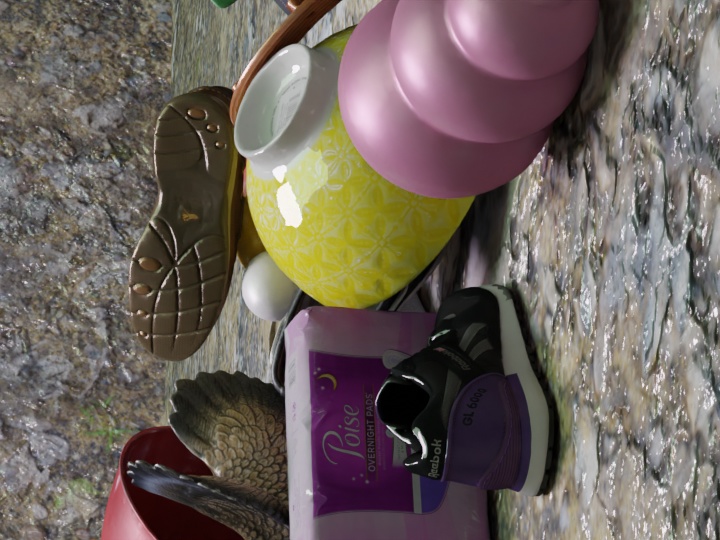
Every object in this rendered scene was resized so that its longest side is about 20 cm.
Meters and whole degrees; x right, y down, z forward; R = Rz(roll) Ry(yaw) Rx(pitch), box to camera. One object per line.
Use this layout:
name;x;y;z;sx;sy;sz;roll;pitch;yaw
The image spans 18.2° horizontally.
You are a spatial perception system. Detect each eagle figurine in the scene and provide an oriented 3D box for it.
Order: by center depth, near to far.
eagle figurine;-0.056;0.169;1.470;0.152;0.151;0.200;2;119;60

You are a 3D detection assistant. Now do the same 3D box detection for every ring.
ring;-0.011;-0.164;1.498;0.019;0.200;0.200;49;156;13

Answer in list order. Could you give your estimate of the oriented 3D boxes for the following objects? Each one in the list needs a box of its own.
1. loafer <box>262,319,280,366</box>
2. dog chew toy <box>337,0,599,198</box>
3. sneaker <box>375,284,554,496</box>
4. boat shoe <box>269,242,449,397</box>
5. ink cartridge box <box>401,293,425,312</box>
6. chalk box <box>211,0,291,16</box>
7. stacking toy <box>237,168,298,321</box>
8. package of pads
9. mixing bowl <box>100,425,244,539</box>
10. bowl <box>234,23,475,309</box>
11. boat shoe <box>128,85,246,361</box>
loafer;-0.040;0.036;1.866;0.068;0.076;0.200;-88;9;-45
dog chew toy;0.064;-0.117;1.206;0.200;0.124;0.125;134;140;-64
sneaker;0.050;0.059;1.297;0.200;0.087;0.076;-109;24;-67
boat shoe;0.000;0.000;1.499;0.200;0.074;0.060;-57;-13;15
ink cartridge box;0.015;0.113;1.620;0.200;0.041;0.200;-109;25;-64
chalk box;-0.033;-0.258;1.490;0.125;0.200;0.124;51;168;-2
stacking toy;-0.047;-0.030;1.602;0.200;0.146;0.146;-73;-4;-49
package of pads;0.015;0.124;1.385;0.076;0.120;0.200;110;160;-59
mixing bowl;-0.113;0.219;1.621;0.108;0.200;0.200;-55;22;21
bowl;-0.015;-0.084;1.423;0.200;0.108;0.200;-37;38;37
boat shoe;-0.112;-0.033;1.561;0.068;0.072;0.200;-42;-34;-64
